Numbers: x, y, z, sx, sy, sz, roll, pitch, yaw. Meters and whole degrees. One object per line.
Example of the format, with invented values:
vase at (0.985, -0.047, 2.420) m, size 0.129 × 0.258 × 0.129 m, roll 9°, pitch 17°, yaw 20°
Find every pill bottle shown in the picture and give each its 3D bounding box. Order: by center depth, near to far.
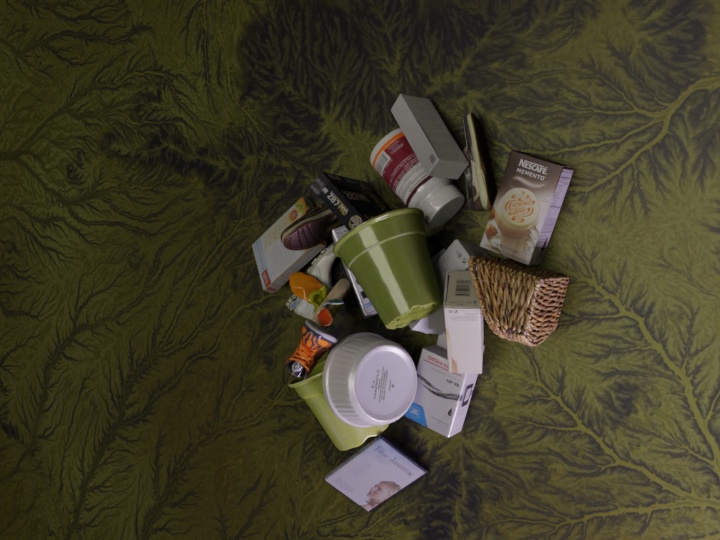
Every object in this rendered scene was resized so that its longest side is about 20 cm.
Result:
pill bottle at (0.121, -0.194, 1.615) m, size 0.114 × 0.114 × 0.200 m, roll -48°, pitch 69°, yaw 25°

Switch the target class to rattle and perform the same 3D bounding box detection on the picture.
rattle at (-0.100, 0.051, 1.659) m, size 0.130 × 0.200 × 0.143 m, roll -40°, pitch 89°, yaw 16°

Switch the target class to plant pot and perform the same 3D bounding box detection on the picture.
plant pot at (0.073, 0.007, 1.523) m, size 0.200 × 0.200 × 0.191 m, roll -33°, pitch 73°, yaw 29°
plant pot at (-0.031, 0.289, 1.712) m, size 0.200 × 0.200 × 0.185 m, roll -27°, pitch 90°, yaw 31°

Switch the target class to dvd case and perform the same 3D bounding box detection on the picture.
dvd case at (0.034, 0.456, 1.719) m, size 0.143 × 0.018 × 0.200 m, roll 40°, pitch 118°, yaw -15°

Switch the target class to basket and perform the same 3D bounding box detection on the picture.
basket at (0.290, 0.058, 1.471) m, size 0.149 × 0.200 × 0.143 m, roll 18°, pitch 100°, yaw 29°

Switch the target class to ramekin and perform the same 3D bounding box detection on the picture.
ramekin at (0.029, 0.230, 1.601) m, size 0.094 × 0.202 × 0.203 m, roll -3°, pitch 91°, yaw 57°

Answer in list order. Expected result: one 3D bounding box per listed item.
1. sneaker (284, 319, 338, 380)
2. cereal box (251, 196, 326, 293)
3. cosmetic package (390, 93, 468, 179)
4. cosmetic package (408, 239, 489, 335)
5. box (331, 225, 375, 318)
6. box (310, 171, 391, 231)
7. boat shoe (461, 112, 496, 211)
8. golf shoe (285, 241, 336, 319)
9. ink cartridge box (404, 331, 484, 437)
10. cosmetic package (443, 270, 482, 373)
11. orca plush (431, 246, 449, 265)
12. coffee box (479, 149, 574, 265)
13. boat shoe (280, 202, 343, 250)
sneaker at (-0.106, 0.172, 1.598) m, size 0.077 × 0.200 × 0.112 m, roll 35°, pitch 80°, yaw 11°
cereal box at (-0.173, -0.060, 1.829) m, size 0.200 × 0.039 × 0.144 m, roll -40°, pitch 51°, yaw 29°
cosmetic package at (0.140, -0.275, 1.579) m, size 0.051 × 0.082 × 0.200 m, roll -57°, pitch 45°, yaw 40°
cosmetic package at (0.181, 0.037, 1.591) m, size 0.200 × 0.101 × 0.074 m, roll -49°, pitch 50°, yaw 23°
box at (0.000, 0.000, 1.689) m, size 0.060 × 0.117 × 0.201 m, roll -22°, pitch 83°, yaw -3°
box at (0.002, -0.131, 1.642) m, size 0.161 × 0.200 × 0.049 m, roll 48°, pitch 110°, yaw 22°
boat shoe at (0.228, -0.219, 1.570) m, size 0.065 × 0.073 × 0.201 m, roll -11°, pitch 87°, yaw 27°
golf shoe at (-0.088, 0.029, 1.800) m, size 0.097 × 0.078 × 0.200 m, roll 34°, pitch 113°, yaw 3°
ink cartridge box at (0.178, 0.235, 1.632) m, size 0.116 × 0.067 × 0.201 m, roll 21°, pitch 104°, yaw 31°
cosmetic package at (0.206, 0.104, 1.519) m, size 0.071 × 0.105 × 0.200 m, roll 1°, pitch 134°, yaw 11°
orca plush at (0.145, 0.012, 1.659) m, size 0.200 × 0.071 × 0.105 m, roll -42°, pitch 27°, yaw 20°
coffee box at (0.325, -0.124, 1.509) m, size 0.114 × 0.080 × 0.201 m, roll 23°, pitch 105°, yaw 29°
boat shoe at (-0.102, -0.108, 1.728) m, size 0.075 × 0.202 × 0.075 m, roll 39°, pitch 141°, yaw 38°
